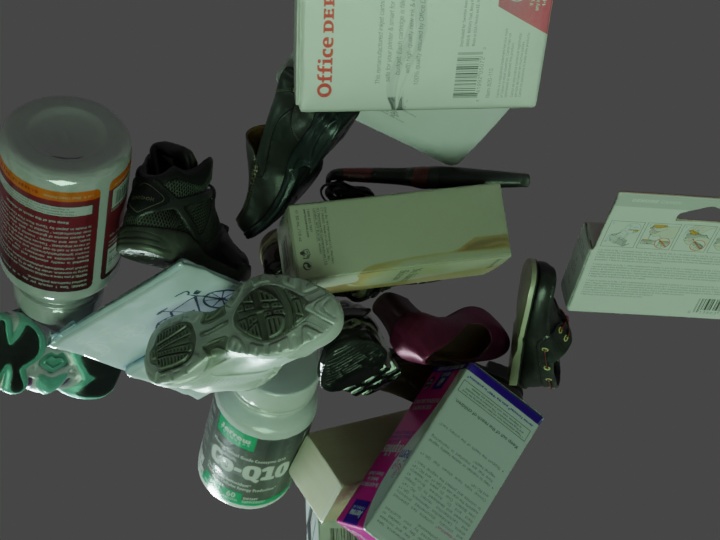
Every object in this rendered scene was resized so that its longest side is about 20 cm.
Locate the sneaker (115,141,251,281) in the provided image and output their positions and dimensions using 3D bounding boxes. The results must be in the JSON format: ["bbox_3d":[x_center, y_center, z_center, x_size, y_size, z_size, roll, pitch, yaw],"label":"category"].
[{"bbox_3d":[-0.151,-0.050,1.145,0.076,0.115,0.199,5,170,24],"label":"sneaker"}]

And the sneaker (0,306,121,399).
[{"bbox_3d":[-0.345,0.066,1.218,0.200,0.139,0.078,28,90,-51],"label":"sneaker"}]

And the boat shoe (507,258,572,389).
[{"bbox_3d":[0.189,0.056,1.283,0.063,0.074,0.202,5,144,7],"label":"boat shoe"}]

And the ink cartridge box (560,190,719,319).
[{"bbox_3d":[0.320,-0.025,1.234,0.198,0.045,0.177,3,137,-9],"label":"ink cartridge box"}]

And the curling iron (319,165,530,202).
[{"bbox_3d":[0.060,-0.083,1.166,0.198,0.026,0.050,-5,145,-1],"label":"curling iron"}]

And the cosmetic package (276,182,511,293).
[{"bbox_3d":[0.028,-0.026,1.138,0.198,0.072,0.105,-7,171,-10],"label":"cosmetic package"}]

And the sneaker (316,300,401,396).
[{"bbox_3d":[-0.015,0.070,1.230,0.074,0.089,0.200,-26,166,2],"label":"sneaker"}]

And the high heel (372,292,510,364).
[{"bbox_3d":[0.101,0.082,1.266,0.199,0.096,0.068,13,116,-40],"label":"high heel"}]

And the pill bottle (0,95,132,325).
[{"bbox_3d":[-0.268,-0.047,1.108,0.112,0.114,0.201,6,135,-11],"label":"pill bottle"}]

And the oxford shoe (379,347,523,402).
[{"bbox_3d":[0.095,0.135,1.355,0.198,0.085,0.073,14,135,-17],"label":"oxford shoe"}]

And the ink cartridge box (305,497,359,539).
[{"bbox_3d":[0.013,0.299,1.434,0.144,0.201,0.084,5,138,-11],"label":"ink cartridge box"}]

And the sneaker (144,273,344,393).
[{"bbox_3d":[-0.091,0.062,1.103,0.199,0.079,0.099,-16,152,28],"label":"sneaker"}]

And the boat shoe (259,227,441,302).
[{"bbox_3d":[0.000,0.000,1.216,0.198,0.065,0.074,-1,135,-6],"label":"boat shoe"}]

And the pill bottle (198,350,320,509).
[{"bbox_3d":[-0.109,0.159,1.338,0.112,0.114,0.201,7,135,-12],"label":"pill bottle"}]

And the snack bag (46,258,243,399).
[{"bbox_3d":[-0.160,0.060,1.160,0.188,0.022,0.200,-28,146,28],"label":"snack bag"}]

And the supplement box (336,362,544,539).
[{"bbox_3d":[0.080,0.204,1.258,0.103,0.201,0.101,37,164,-11],"label":"supplement box"}]

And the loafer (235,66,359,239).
[{"bbox_3d":[-0.071,-0.105,1.111,0.072,0.073,0.200,40,133,1],"label":"loafer"}]

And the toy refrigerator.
[{"bbox_3d":[0.025,0.212,1.368,0.199,0.076,0.070,-8,137,-41],"label":"toy refrigerator"}]

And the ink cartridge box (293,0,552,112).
[{"bbox_3d":[0.045,-0.208,0.977,0.198,0.083,0.147,-2,131,-6],"label":"ink cartridge box"}]

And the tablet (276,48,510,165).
[{"bbox_3d":[0.041,-0.170,1.080,0.199,0.014,0.130,22,130,-26],"label":"tablet"}]
